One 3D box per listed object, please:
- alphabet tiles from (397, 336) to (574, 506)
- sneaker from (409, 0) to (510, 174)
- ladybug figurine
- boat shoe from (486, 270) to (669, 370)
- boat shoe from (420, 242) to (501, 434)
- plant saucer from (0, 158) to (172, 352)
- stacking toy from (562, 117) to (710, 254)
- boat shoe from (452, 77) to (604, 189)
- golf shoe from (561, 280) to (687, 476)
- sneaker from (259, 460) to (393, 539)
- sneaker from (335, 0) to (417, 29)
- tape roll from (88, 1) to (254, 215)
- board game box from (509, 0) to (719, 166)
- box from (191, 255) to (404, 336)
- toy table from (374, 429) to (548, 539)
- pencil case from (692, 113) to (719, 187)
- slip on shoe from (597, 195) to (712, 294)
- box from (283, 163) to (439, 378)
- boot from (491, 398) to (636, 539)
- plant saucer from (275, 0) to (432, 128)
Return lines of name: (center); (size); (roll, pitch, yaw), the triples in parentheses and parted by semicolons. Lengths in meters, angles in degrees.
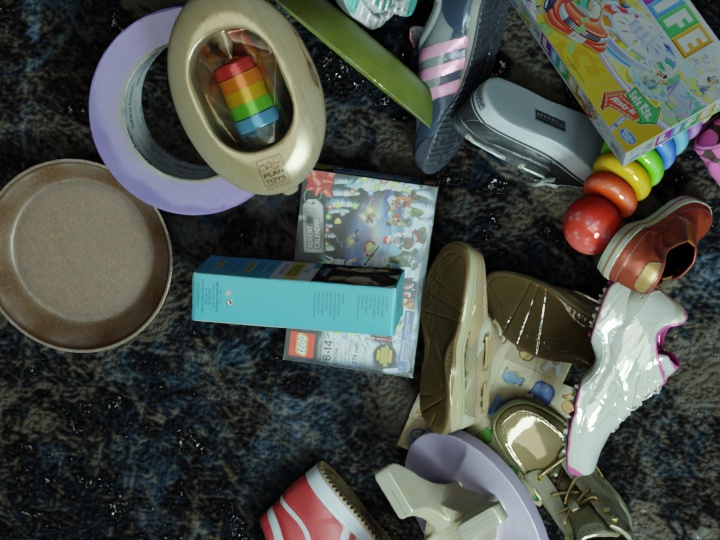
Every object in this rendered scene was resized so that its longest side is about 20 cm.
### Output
alphabet tiles: (0.138, 0.155, 1.600); (0.165, 0.006, 0.201); (23, 104, -1)
sneaker: (0.079, -0.197, 1.499); (0.082, 0.070, 0.201); (29, 111, 26)
ladybug figurine: (-0.101, -0.164, 1.421); (0.135, 0.072, 0.201); (-18, 101, 9)
boat shoe: (0.212, 0.057, 1.542); (0.199, 0.064, 0.072); (28, 111, 14)
boat shoe: (0.102, 0.063, 1.525); (0.064, 0.071, 0.201); (-9, 119, -28)
plant saucer: (-0.287, -0.017, 1.576); (0.199, 0.037, 0.202); (1, 103, 4)
stacking toy: (0.250, -0.101, 1.442); (0.085, 0.085, 0.201); (38, 70, -5)
boat shoe: (0.179, -0.115, 1.492); (0.198, 0.074, 0.068); (20, 142, -26)
golf shoe: (0.249, 0.108, 1.462); (0.091, 0.075, 0.202); (17, 104, 12)
sneaker: (-0.022, 0.310, 1.616); (0.112, 0.071, 0.200); (-38, 90, 8)
sneaker: (-0.005, -0.270, 1.417); (0.091, 0.200, 0.078); (19, 102, 13)
tape roll: (-0.159, -0.160, 1.507); (0.198, 0.085, 0.202); (1, 104, 5)
board game box: (0.246, -0.213, 1.426); (0.134, 0.034, 0.201); (-30, 72, -7)
box: (-0.059, 0.023, 1.504); (0.198, 0.082, 0.050); (4, 103, 7)
toy table: (0.097, 0.263, 1.539); (0.200, 0.117, 0.184); (48, 122, 11)
pencil case: (0.411, -0.072, 1.483); (0.200, 0.091, 0.093); (49, 137, -10)
slip on shoe: (0.289, -0.020, 1.454); (0.061, 0.200, 0.074); (36, 119, 20)
box: (0.000, 0.000, 1.555); (0.136, 0.040, 0.202); (7, 104, 4)
boot: (0.210, 0.226, 1.528); (0.072, 0.155, 0.200); (-39, 102, 10)
plant saucer: (-0.003, -0.206, 1.426); (0.200, 0.200, 0.031); (40, 95, -5)
